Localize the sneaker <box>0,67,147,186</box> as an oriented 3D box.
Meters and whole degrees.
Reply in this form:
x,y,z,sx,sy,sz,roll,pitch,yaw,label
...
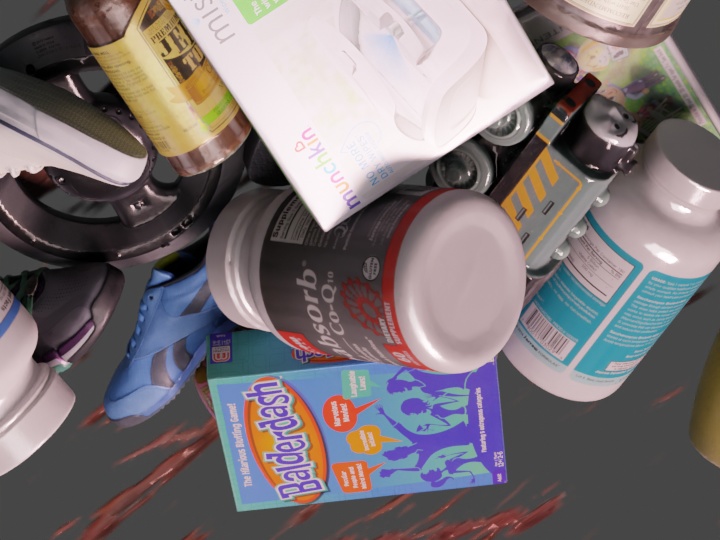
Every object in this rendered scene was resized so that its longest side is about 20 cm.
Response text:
x,y,z,sx,sy,sz,roll,pitch,yaw,label
-0.232,-0.088,1.583,0.199,0.073,0.071,23,107,6,sneaker

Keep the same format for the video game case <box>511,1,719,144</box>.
x,y,z,sx,sy,sz,roll,pitch,yaw,label
0.141,-0.107,1.719,0.181,0.022,0.200,-26,134,14,video game case

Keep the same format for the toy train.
x,y,z,sx,sy,sz,roll,pitch,yaw,label
0.103,-0.058,1.660,0.114,0.085,0.200,39,127,4,toy train

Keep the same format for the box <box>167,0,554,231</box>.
x,y,z,sx,sy,sz,roll,pitch,yaw,label
-0.009,-0.160,1.540,0.176,0.097,0.200,-32,123,2,box

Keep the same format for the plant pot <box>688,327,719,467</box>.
x,y,z,sx,sy,sz,roll,pitch,yaw,label
0.342,0.058,1.826,0.198,0.200,0.143,-3,109,-8,plant pot

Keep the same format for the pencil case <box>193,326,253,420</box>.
x,y,z,sx,sy,sz,roll,pitch,yaw,label
-0.037,0.039,1.784,0.082,0.087,0.200,19,128,-35,pencil case

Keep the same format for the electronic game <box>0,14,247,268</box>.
x,y,z,sx,sy,sz,roll,pitch,yaw,label
-0.174,-0.083,1.665,0.198,0.042,0.201,-4,127,-5,electronic game

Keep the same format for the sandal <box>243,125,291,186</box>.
x,y,z,sx,sy,sz,roll,pitch,yaw,label
-0.015,-0.139,1.650,0.076,0.043,0.201,13,121,-34,sandal

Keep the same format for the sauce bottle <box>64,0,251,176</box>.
x,y,z,sx,sy,sz,roll,pitch,yaw,label
-0.142,-0.152,1.564,0.064,0.065,0.201,-26,118,15,sauce bottle

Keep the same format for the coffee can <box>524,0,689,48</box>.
x,y,z,sx,sy,sz,roll,pitch,yaw,label
0.176,-0.255,1.489,0.145,0.147,0.200,15,130,-24,coffee can

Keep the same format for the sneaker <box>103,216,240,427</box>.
x,y,z,sx,sy,sz,roll,pitch,yaw,label
-0.135,0.030,1.777,0.078,0.066,0.200,32,121,-22,sneaker

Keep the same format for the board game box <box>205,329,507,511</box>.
x,y,z,sx,sy,sz,roll,pitch,yaw,label
0.000,0.098,1.752,0.198,0.045,0.153,-6,138,3,board game box

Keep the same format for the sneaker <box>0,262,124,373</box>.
x,y,z,sx,sy,sz,roll,pitch,yaw,label
-0.246,0.031,1.715,0.087,0.075,0.199,35,141,-26,sneaker

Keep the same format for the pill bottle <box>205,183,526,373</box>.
x,y,z,sx,sy,sz,roll,pitch,yaw,label
0.000,0.000,1.620,0.199,0.116,0.116,6,153,45,pill bottle

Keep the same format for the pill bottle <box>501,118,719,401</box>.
x,y,z,sx,sy,sz,roll,pitch,yaw,label
0.182,-0.011,1.728,0.110,0.111,0.200,15,130,-25,pill bottle

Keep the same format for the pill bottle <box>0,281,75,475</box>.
x,y,z,sx,sy,sz,roll,pitch,yaw,label
-0.282,0.038,1.631,0.112,0.112,0.200,-33,108,21,pill bottle
